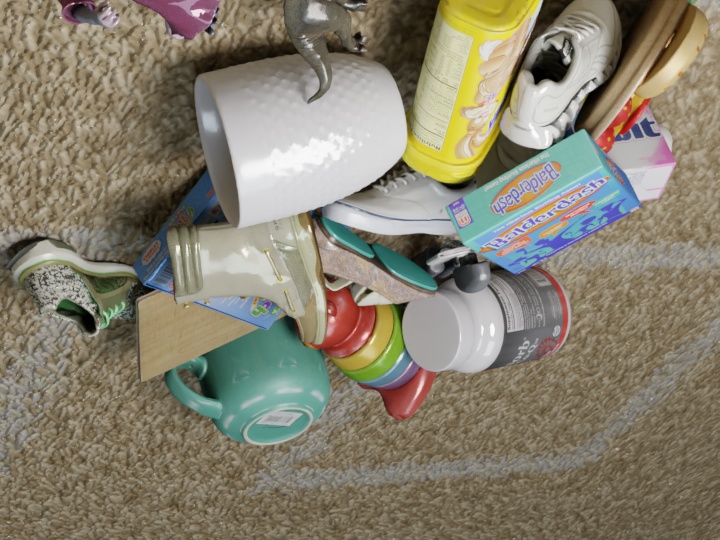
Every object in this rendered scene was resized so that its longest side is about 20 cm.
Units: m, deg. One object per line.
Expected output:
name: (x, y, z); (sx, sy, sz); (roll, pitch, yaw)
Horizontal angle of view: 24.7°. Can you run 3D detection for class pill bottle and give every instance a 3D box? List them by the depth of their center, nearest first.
pill bottle: (0.150, 0.060, 1.963); (0.199, 0.116, 0.116); (-8, 151, -44)

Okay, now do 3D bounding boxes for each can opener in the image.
can opener: (0.096, -0.003, 1.854); (0.052, 0.067, 0.200); (-12, 179, -10)

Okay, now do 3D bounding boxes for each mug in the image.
mug: (-0.056, -0.125, 1.571); (0.174, 0.149, 0.200); (-15, 168, -13)
mug: (-0.128, 0.144, 1.977); (0.184, 0.115, 0.152); (-20, 150, 0)

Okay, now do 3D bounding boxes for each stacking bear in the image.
stacking bear: (-0.003, 0.076, 1.951); (0.114, 0.121, 0.200); (-52, 134, 3)

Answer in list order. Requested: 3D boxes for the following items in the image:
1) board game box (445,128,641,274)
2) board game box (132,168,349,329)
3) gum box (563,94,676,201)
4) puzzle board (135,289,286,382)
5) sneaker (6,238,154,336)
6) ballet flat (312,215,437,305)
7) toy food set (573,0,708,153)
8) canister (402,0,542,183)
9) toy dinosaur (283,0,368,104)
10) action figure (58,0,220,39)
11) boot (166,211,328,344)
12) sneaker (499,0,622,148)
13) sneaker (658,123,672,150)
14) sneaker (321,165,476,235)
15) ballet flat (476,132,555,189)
board game box: (0.184, -0.063, 1.615); (0.151, 0.045, 0.200); (-29, 162, 14)
board game box: (-0.123, -0.024, 1.745); (0.151, 0.037, 0.200); (-50, 141, 13)
gum box: (0.227, -0.127, 1.743); (0.199, 0.114, 0.066); (-9, 149, -16)
puzzle board: (-0.162, 0.037, 1.836); (0.199, 0.017, 0.151); (-25, 148, -24)
sneaker: (-0.287, 0.038, 1.740); (0.077, 0.089, 0.200); (-33, 149, 25)
ballet flat: (0.000, 0.000, 1.797); (0.199, 0.068, 0.067); (29, 111, -40)
toy food set: (0.277, -0.200, 1.616); (0.048, 0.198, 0.200); (32, 126, -2)
canister: (0.108, -0.200, 1.533); (0.086, 0.149, 0.201); (25, 143, 8)
toy dinosaur: (-0.028, -0.245, 1.435); (0.102, 0.077, 0.201); (8, 125, -33)
action figure: (-0.203, -0.262, 1.332); (0.199, 0.135, 0.149); (8, -175, -19)
boot: (-0.114, 0.013, 1.676); (0.154, 0.072, 0.201); (-12, 140, -2)
sneaker: (0.197, -0.204, 1.555); (0.075, 0.200, 0.081); (19, 142, 18)
sneaker: (0.251, -0.110, 1.837); (0.199, 0.076, 0.088); (-32, 136, 22)
sneaker: (0.043, -0.079, 1.766); (0.199, 0.073, 0.071); (-1, 106, -40)
ballet flat: (0.176, -0.153, 1.641); (0.201, 0.069, 0.069); (-60, 147, -8)
